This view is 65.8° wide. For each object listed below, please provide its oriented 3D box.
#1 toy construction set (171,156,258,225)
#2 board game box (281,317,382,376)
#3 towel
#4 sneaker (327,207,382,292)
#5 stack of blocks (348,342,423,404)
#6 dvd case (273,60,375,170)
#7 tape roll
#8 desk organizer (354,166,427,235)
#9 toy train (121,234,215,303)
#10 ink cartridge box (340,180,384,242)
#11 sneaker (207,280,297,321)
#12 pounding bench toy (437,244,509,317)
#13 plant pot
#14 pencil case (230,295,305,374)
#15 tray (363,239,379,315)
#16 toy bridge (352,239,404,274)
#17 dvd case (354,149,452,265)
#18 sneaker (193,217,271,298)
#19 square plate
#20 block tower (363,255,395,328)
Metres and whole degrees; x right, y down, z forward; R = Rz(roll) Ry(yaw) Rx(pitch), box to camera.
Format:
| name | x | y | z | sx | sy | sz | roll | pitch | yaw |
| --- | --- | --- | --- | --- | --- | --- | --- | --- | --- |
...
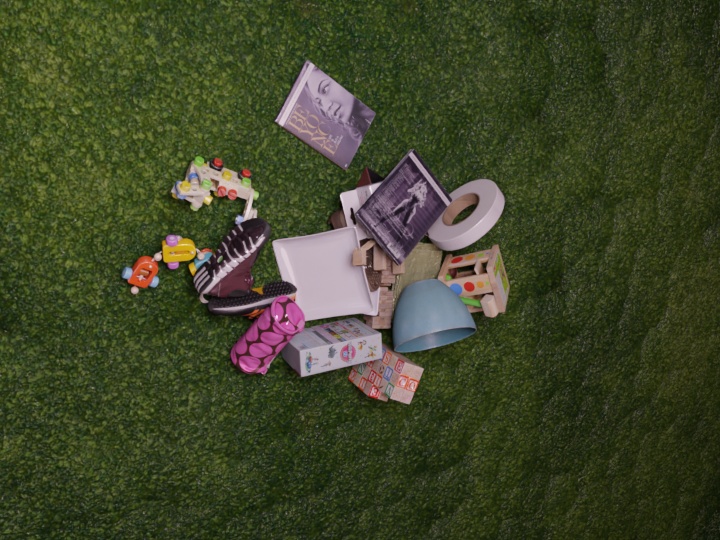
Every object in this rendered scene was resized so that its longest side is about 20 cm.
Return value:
| name | x | y | z | sx | sy | sz | roll | pitch | yaw |
| --- | --- | --- | --- | --- | --- | --- | --- | --- | --- |
| toy construction set | -0.275 | -0.152 | 1.112 | 0.092 | 0.132 | 0.199 | -36 | 132 | 26 |
| board game box | -0.069 | 0.171 | 1.271 | 0.197 | 0.147 | 0.065 | -10 | 105 | -24 |
| towel | 0.136 | 0.029 | 1.397 | 0.147 | 0.036 | 0.204 | -2 | 104 | -36 |
| sneaker | -0.013 | -0.045 | 1.279 | 0.070 | 0.075 | 0.203 | -25 | 98 | -46 |
| stack of blocks | 0.055 | 0.246 | 1.319 | 0.058 | 0.199 | 0.117 | 22 | 90 | -29 |
| dvd case | -0.075 | -0.340 | 1.233 | 0.199 | 0.016 | 0.150 | 30 | 87 | -28 |
| tape roll | 0.250 | -0.135 | 1.338 | 0.203 | 0.202 | 0.037 | -49 | 118 | -9 |
| desk organizer | 0.084 | -0.164 | 1.321 | 0.198 | 0.071 | 0.078 | 28 | 85 | -29 |
| toy train | -0.372 | -0.007 | 1.137 | 0.198 | 0.056 | 0.151 | 19 | 119 | -39 |
| ink cartridge box | 0.065 | -0.141 | 1.232 | 0.198 | 0.068 | 0.118 | -19 | 101 | -26 |
| sneaker | -0.231 | 0.086 | 1.210 | 0.197 | 0.070 | 0.091 | -11 | 124 | -28 |
| pounding bench toy | 0.268 | 0.048 | 1.372 | 0.126 | 0.154 | 0.200 | 68 | 28 | -21 |
| plant pot | 0.161 | 0.100 | 1.311 | 0.197 | 0.200 | 0.137 | -3 | 69 | -26 |
| pencil case | -0.193 | 0.142 | 1.183 | 0.094 | 0.200 | 0.091 | 45 | 38 | 2 |
| tray | 0.000 | 0.000 | 1.317 | 0.106 | 0.022 | 0.204 | 8 | 100 | 16 |
| toy bridge | 0.045 | -0.034 | 1.246 | 0.199 | 0.027 | 0.069 | 10 | 76 | -58 |
| dvd case | 0.096 | -0.136 | 1.193 | 0.149 | 0.016 | 0.201 | 47 | 72 | -21 |
| sneaker | -0.235 | -0.017 | 1.128 | 0.199 | 0.076 | 0.115 | -40 | 144 | 11 |
| square plate | -0.081 | 0.010 | 1.248 | 0.197 | 0.028 | 0.201 | -9 | 107 | 14 |
| block tower | 0.048 | 0.036 | 1.354 | 0.057 | 0.054 | 0.204 | 2 | 99 | -28 |
